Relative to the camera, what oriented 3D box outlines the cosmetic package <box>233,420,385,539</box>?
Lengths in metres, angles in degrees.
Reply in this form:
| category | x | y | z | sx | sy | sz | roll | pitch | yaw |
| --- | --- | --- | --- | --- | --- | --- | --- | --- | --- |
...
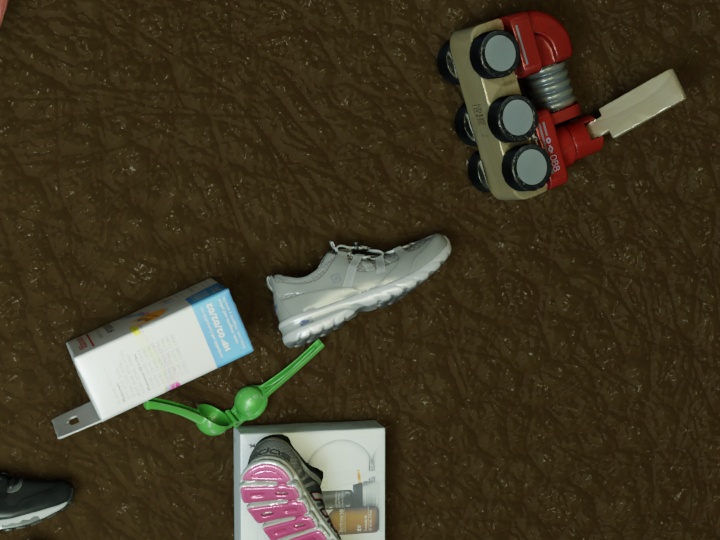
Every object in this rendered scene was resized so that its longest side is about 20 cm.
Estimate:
| category | x | y | z | sx | sy | sz | roll | pitch | yaw |
| --- | --- | --- | --- | --- | --- | --- | --- | --- | --- |
| cosmetic package | -0.051 | 0.256 | 1.690 | 0.149 | 0.052 | 0.203 | -1 | 95 | -11 |

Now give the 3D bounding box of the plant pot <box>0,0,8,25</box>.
| category | x | y | z | sx | sy | sz | roll | pitch | yaw |
| --- | --- | --- | --- | --- | --- | --- | --- | --- | --- |
| plant pot | -0.413 | -0.288 | 1.490 | 0.193 | 0.200 | 0.204 | 5 | 93 | -22 |

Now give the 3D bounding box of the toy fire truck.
| category | x | y | z | sx | sy | sz | roll | pitch | yaw |
| --- | --- | --- | --- | --- | --- | --- | --- | --- | --- |
| toy fire truck | 0.204 | -0.181 | 1.691 | 0.198 | 0.128 | 0.178 | -21 | 99 | -23 |

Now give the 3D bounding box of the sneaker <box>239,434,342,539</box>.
| category | x | y | z | sx | sy | sz | roll | pitch | yaw |
| --- | --- | --- | --- | --- | --- | --- | --- | --- | --- |
| sneaker | -0.056 | 0.237 | 1.625 | 0.073 | 0.088 | 0.201 | -18 | 121 | 15 |

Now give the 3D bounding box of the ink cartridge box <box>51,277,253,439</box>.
| category | x | y | z | sx | sy | sz | roll | pitch | yaw |
| --- | --- | --- | --- | --- | --- | --- | --- | --- | --- |
| ink cartridge box | -0.211 | 0.081 | 1.601 | 0.198 | 0.115 | 0.069 | -25 | 100 | -11 |

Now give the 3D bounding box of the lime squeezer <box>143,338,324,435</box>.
| category | x | y | z | sx | sy | sz | roll | pitch | yaw |
| --- | --- | --- | --- | --- | --- | --- | --- | --- | --- |
| lime squeezer | -0.125 | 0.122 | 1.659 | 0.198 | 0.038 | 0.071 | -17 | 117 | -28 |

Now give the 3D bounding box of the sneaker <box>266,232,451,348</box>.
| category | x | y | z | sx | sy | sz | roll | pitch | yaw |
| --- | --- | --- | --- | --- | --- | --- | --- | --- | --- |
| sneaker | 0.000 | 0.000 | 1.669 | 0.198 | 0.075 | 0.083 | -25 | 84 | -20 |

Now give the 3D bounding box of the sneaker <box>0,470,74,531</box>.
| category | x | y | z | sx | sy | sz | roll | pitch | yaw |
| --- | --- | --- | --- | --- | --- | --- | --- | --- | --- |
| sneaker | -0.372 | 0.206 | 1.595 | 0.197 | 0.076 | 0.089 | -9 | 91 | -13 |
